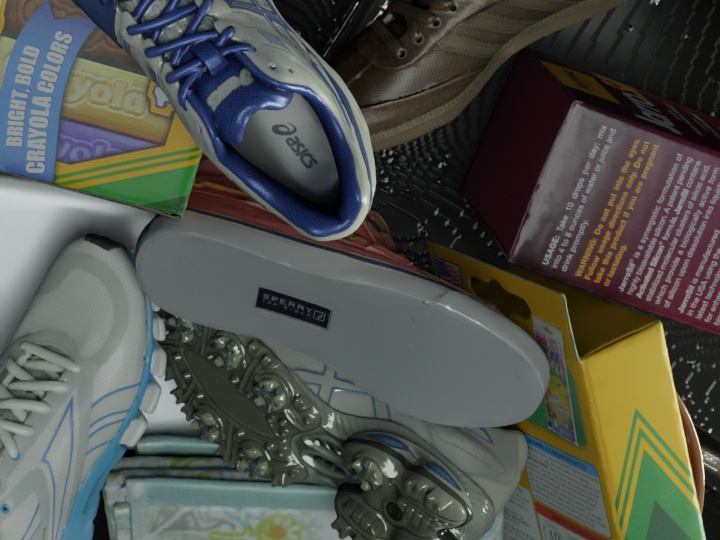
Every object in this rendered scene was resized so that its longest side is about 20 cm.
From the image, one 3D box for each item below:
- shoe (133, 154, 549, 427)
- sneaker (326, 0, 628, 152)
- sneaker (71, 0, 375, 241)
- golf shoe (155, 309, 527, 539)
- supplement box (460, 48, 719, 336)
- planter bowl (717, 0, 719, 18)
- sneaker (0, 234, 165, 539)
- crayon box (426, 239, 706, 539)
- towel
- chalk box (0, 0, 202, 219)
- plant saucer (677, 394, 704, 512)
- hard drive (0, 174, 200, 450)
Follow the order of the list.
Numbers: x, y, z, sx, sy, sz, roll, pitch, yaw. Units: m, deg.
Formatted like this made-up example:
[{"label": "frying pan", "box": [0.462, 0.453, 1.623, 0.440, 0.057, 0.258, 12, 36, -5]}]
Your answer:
[{"label": "shoe", "box": [0.000, 0.000, 1.221, 0.200, 0.091, 0.072, 20, 130, 2]}, {"label": "sneaker", "box": [0.049, -0.133, 1.235, 0.200, 0.070, 0.076, -33, 134, -9]}, {"label": "sneaker", "box": [-0.059, -0.096, 1.095, 0.075, 0.088, 0.200, -43, 109, 8]}, {"label": "golf shoe", "box": [-0.011, 0.063, 1.256, 0.200, 0.097, 0.078, 37, 136, 17]}, {"label": "supplement box", "box": [0.163, -0.027, 1.277, 0.200, 0.110, 0.086, 19, 104, -16]}, {"label": "planter bowl", "box": [0.213, -0.110, 1.217, 0.083, 0.200, 0.201, -11, 111, 5]}, {"label": "sneaker", "box": [-0.156, 0.079, 1.216, 0.087, 0.075, 0.200, 15, 93, -58]}, {"label": "crayon box", "box": [0.104, 0.080, 1.259, 0.052, 0.126, 0.200, -24, 113, -23]}, {"label": "towel", "box": [-0.029, 0.165, 1.318, 0.200, 0.048, 0.171, 2, 121, 3]}, {"label": "chalk box", "box": [-0.163, -0.120, 1.180, 0.200, 0.125, 0.124, 15, 105, -16]}, {"label": "plant saucer", "box": [0.078, 0.116, 1.355, 0.200, 0.032, 0.201, -3, 109, -9]}, {"label": "hard drive", "box": [-0.109, 0.025, 1.293, 0.200, 0.025, 0.132, 8, 107, -13]}]
